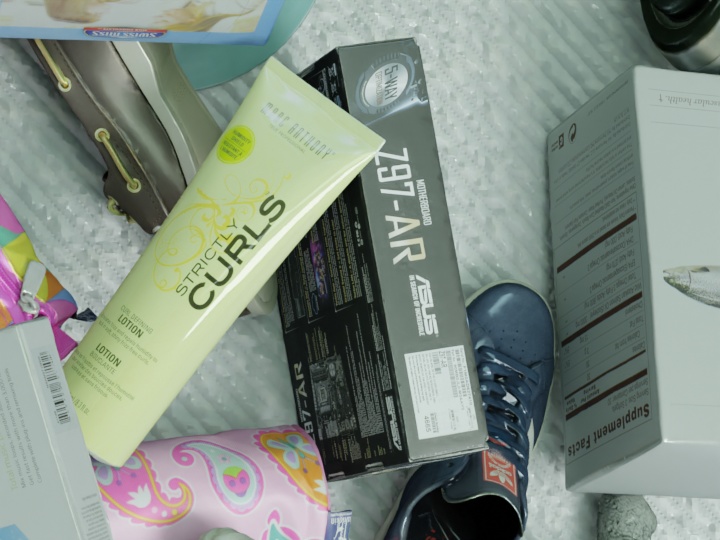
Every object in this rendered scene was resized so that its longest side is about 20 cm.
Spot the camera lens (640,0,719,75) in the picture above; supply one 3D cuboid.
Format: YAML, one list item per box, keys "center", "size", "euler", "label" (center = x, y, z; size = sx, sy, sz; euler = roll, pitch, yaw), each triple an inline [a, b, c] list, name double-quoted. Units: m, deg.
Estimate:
- center: [0.260, -0.165, 1.581]
  size: [0.199, 0.160, 0.161]
  euler: [14, 77, -18]
  label: "camera lens"

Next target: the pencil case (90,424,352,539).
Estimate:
- center: [-0.111, 0.123, 1.439]
  size: [0.199, 0.087, 0.088]
  euler: [-3, 83, -23]
  label: "pencil case"

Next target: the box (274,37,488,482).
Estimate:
- center: [0.000, 0.000, 1.458]
  size: [0.043, 0.160, 0.201]
  euler: [-8, 84, -19]
  label: "box"

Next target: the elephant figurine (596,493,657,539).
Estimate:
- center: [0.099, 0.214, 1.494]
  size: [0.141, 0.155, 0.201]
  euler: [-19, 78, 9]
  label: "elephant figurine"

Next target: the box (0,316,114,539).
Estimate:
- center: [-0.212, 0.119, 1.360]
  size: [0.036, 0.199, 0.145]
  euler: [-13, 84, -67]
  label: "box"

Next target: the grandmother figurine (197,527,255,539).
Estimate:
- center: [-0.102, 0.211, 1.396]
  size: [0.121, 0.061, 0.201]
  euler: [33, 97, 6]
  label: "grandmother figurine"

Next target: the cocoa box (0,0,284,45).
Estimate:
- center: [-0.130, -0.190, 1.374]
  size: [0.199, 0.133, 0.132]
  euler: [1, 70, -12]
  label: "cocoa box"

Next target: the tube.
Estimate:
- center: [-0.076, -0.002, 1.389]
  size: [0.058, 0.052, 0.200]
  euler: [37, 91, -15]
  label: "tube"

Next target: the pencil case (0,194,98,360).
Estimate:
- center: [-0.213, -0.033, 1.424]
  size: [0.088, 0.088, 0.201]
  euler: [-37, 95, -21]
  label: "pencil case"

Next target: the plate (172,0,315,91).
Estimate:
- center: [-0.104, -0.191, 1.520]
  size: [0.199, 0.026, 0.202]
  euler: [3, 81, -21]
  label: "plate"

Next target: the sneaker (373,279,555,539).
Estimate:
- center: [0.063, 0.096, 1.508]
  size: [0.075, 0.084, 0.201]
  euler: [23, 74, -16]
  label: "sneaker"

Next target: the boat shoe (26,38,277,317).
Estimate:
- center: [-0.105, -0.061, 1.480]
  size: [0.059, 0.072, 0.201]
  euler: [-22, 106, 17]
  label: "boat shoe"

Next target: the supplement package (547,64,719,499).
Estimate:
- center: [0.175, 0.009, 1.531]
  size: [0.116, 0.117, 0.201]
  euler: [4, 72, -21]
  label: "supplement package"
